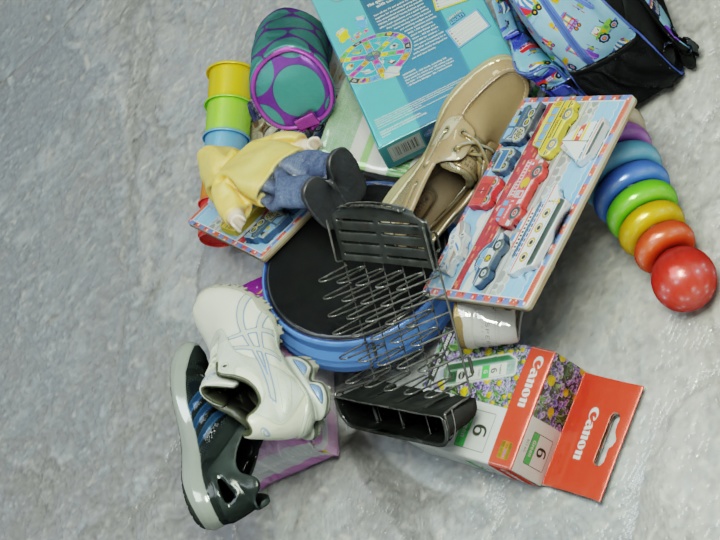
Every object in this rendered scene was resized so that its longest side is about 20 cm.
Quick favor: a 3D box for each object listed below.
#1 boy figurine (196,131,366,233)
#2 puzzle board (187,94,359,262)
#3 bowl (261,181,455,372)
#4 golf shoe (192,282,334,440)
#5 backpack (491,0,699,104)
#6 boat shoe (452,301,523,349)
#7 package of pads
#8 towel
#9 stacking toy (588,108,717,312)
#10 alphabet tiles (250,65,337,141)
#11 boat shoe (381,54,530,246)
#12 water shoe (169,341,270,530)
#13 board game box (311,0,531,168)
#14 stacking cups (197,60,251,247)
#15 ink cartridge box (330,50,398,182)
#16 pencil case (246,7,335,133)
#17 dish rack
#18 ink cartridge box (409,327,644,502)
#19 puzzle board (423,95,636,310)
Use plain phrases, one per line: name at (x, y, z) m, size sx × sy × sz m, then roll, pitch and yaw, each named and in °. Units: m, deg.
boy figurine at (-0.091, -0.082, 1.668) m, size 0.199 × 0.065 × 0.125 m, roll 6°, pitch 49°, yaw 47°
puzzle board at (-0.067, -0.099, 1.740) m, size 0.200 × 0.017 × 0.150 m, roll -45°, pitch 35°, yaw -15°
bowl at (0.000, 0.000, 1.656) m, size 0.199 × 0.039 × 0.202 m, roll -10°, pitch 52°, yaw 13°
golf shoe at (-0.112, 0.081, 1.605) m, size 0.200 × 0.097 × 0.079 m, roll 43°, pitch 131°, yaw 39°
backpack at (0.182, -0.246, 1.560) m, size 0.134 × 0.200 × 0.183 m, roll -34°, pitch 49°, yaw 25°
boat shoe at (0.140, -0.009, 1.557) m, size 0.069 × 0.071 × 0.201 m, roll 5°, pitch 51°, yaw 22°
package of pads at (-0.085, 0.104, 1.709) m, size 0.120 × 0.076 × 0.201 m, roll -25°, pitch 52°, yaw 28°
towel at (0.072, -0.154, 1.677) m, size 0.199 × 0.023 × 0.153 m, roll 13°, pitch 72°, yaw 19°
stacking toy at (0.239, -0.045, 1.492) m, size 0.085 × 0.085 × 0.201 m, roll -39°, pitch 52°, yaw 20°
alphabet tiles at (-0.086, -0.156, 1.902) m, size 0.199 × 0.015 × 0.197 m, roll -16°, pitch 58°, yaw 37°
boat shoe at (0.093, -0.100, 1.588) m, size 0.201 × 0.071 × 0.065 m, roll -57°, pitch 25°, yaw 10°
water shoe at (-0.126, 0.148, 1.634) m, size 0.078 × 0.072 × 0.201 m, roll -16°, pitch 52°, yaw 6°
board game box at (0.053, -0.216, 1.670) m, size 0.150 × 0.047 × 0.201 m, roll -25°, pitch 64°, yaw 3°
stacking cups at (-0.141, -0.124, 1.887) m, size 0.060 × 0.060 × 0.201 m, roll -18°, pitch 60°, yaw 36°
ink cartridge box at (0.024, -0.171, 1.791) m, size 0.199 × 0.047 × 0.161 m, roll 8°, pitch 74°, yaw 52°
pencil case at (-0.068, -0.199, 1.756) m, size 0.084 × 0.093 × 0.200 m, roll -12°, pitch 20°, yaw 3°
dish rack at (0.024, 0.041, 1.506) m, size 0.153 × 0.054 × 0.201 m, roll 5°, pitch 114°, yaw 51°
ink cartridge box at (0.135, 0.120, 1.507) m, size 0.199 × 0.050 × 0.110 m, roll 11°, pitch 75°, yaw 48°
puzzle board at (0.137, -0.062, 1.481) m, size 0.150 × 0.017 × 0.201 m, roll 5°, pitch 65°, yaw 60°
